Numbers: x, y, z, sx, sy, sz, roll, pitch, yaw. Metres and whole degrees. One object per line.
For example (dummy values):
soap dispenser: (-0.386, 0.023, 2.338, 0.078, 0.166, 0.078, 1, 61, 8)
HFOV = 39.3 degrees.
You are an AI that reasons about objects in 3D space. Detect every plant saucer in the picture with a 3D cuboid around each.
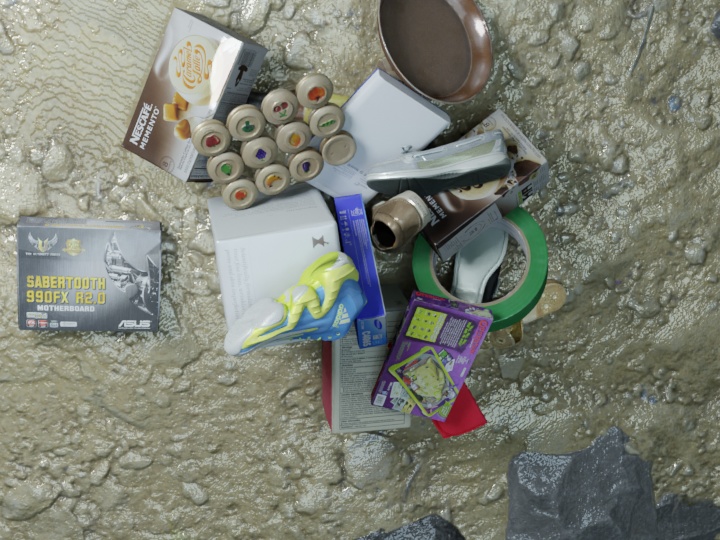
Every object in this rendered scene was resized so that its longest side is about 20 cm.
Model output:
plant saucer: (0.097, -0.320, 1.385, 0.199, 0.034, 0.202, 11, 71, -33)

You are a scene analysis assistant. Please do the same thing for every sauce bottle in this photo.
sauce bottle: (-0.078, -0.223, 1.418, 0.199, 0.066, 0.066, 8, 108, -15)

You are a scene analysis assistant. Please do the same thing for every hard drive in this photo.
hard drive: (0.011, -0.178, 1.410, 0.132, 0.025, 0.200, 28, 127, -30)

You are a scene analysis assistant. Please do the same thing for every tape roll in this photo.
tape roll: (0.177, -0.010, 1.490, 0.200, 0.201, 0.048, -28, 158, 0)

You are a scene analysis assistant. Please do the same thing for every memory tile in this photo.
memory tile: (-0.111, -0.168, 1.341, 0.199, 0.017, 0.154, -25, 135, -3)

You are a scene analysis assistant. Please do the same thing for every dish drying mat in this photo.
dish drying mat: (0.116, 0.173, 1.506, 0.076, 0.018, 0.201, -23, 119, 15)

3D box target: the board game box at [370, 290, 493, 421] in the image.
board game box: (0.100, 0.126, 1.449, 0.119, 0.032, 0.201, 17, 122, -7)

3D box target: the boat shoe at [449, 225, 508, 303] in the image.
boat shoe: (0.179, 0.008, 1.558, 0.075, 0.060, 0.201, 23, 90, 19)

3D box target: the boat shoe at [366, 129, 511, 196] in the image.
boat shoe: (0.105, -0.149, 1.400, 0.201, 0.074, 0.065, -10, 71, 5)

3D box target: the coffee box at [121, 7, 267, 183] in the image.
coffee box: (-0.223, -0.232, 1.353, 0.114, 0.080, 0.201, 30, 105, 15)

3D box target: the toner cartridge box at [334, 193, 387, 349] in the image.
toner cartridge box: (0.000, 0.000, 1.435, 0.043, 0.201, 0.095, -10, 152, -2)

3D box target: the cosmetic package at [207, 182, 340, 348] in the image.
cosmetic package: (-0.119, -0.010, 1.415, 0.164, 0.200, 0.166, -9, 111, -8)

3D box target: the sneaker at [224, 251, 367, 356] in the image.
sneaker: (-0.074, 0.069, 1.304, 0.200, 0.076, 0.105, -36, 114, 1)

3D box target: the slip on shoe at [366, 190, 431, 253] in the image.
slip on shoe: (0.039, -0.057, 1.435, 0.061, 0.200, 0.076, -40, 95, -19)

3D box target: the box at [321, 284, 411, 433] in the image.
box: (0.009, 0.134, 1.544, 0.127, 0.109, 0.201, -3, 110, -10)

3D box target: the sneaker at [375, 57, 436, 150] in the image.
sneaker: (0.065, -0.217, 1.452, 0.070, 0.076, 0.201, -13, 135, 3)

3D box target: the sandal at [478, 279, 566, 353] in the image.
sandal: (0.236, 0.084, 1.594, 0.211, 0.070, 0.078, -28, 113, 0)

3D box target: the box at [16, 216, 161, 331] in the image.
box: (-0.388, 0.007, 1.448, 0.199, 0.048, 0.159, 2, 110, -13)

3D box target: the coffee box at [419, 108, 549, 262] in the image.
coffee box: (0.160, -0.122, 1.461, 0.200, 0.080, 0.113, -38, 68, -1)
